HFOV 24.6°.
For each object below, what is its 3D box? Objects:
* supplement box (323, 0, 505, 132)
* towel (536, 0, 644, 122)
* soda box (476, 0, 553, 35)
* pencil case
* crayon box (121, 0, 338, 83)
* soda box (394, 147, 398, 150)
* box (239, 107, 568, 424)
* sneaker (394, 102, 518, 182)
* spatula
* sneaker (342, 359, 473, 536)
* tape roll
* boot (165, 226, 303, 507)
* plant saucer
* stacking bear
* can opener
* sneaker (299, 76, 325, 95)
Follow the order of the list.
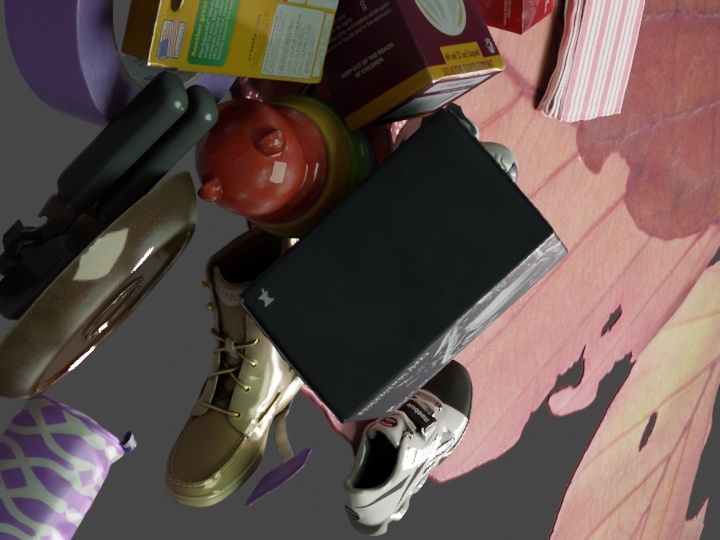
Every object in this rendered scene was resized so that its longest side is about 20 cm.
[{"bbox_3d":[0.009,-0.214,1.206,0.110,0.085,0.202,-18,82,-55],"label":"supplement box"},{"bbox_3d":[0.256,-0.240,1.805,0.199,0.030,0.148,-15,120,-60],"label":"towel"},{"bbox_3d":[0.137,-0.321,1.491,0.063,0.070,0.202,-39,139,-45],"label":"soda box"},{"bbox_3d":[-0.241,0.181,1.140,0.201,0.083,0.086,-59,173,-17],"label":"pencil case"},{"bbox_3d":[-0.083,-0.193,1.068,0.199,0.051,0.127,-6,112,-60],"label":"crayon box"},{"bbox_3d":[0.000,0.000,1.378,0.067,0.064,0.202,-2,89,-37],"label":"soda box"},{"bbox_3d":[0.039,0.002,1.212,0.200,0.124,0.197,-42,169,6],"label":"box"},{"bbox_3d":[0.079,-0.105,1.442,0.199,0.079,0.131,-34,-148,58],"label":"sneaker"},{"bbox_3d":[-0.064,0.133,1.377,0.021,0.056,0.200,50,17,-21],"label":"spatula"},{"bbox_3d":[0.048,0.161,1.639,0.201,0.074,0.089,-58,152,-23],"label":"sneaker"},{"bbox_3d":[-0.142,-0.191,1.087,0.200,0.065,0.202,-38,138,-44],"label":"tape roll"},{"bbox_3d":[-0.102,0.073,1.311,0.200,0.072,0.156,-53,151,-38],"label":"boot"},{"bbox_3d":[-0.172,0.017,1.088,0.200,0.032,0.200,-48,178,-2],"label":"plant saucer"},{"bbox_3d":[-0.055,-0.079,1.190,0.121,0.114,0.200,-30,173,18],"label":"stacking bear"},{"bbox_3d":[-0.165,-0.044,1.067,0.052,0.067,0.200,18,125,-47],"label":"can opener"},{"bbox_3d":[0.017,-0.183,1.309,0.070,0.082,0.202,20,102,-22],"label":"sneaker"}]
